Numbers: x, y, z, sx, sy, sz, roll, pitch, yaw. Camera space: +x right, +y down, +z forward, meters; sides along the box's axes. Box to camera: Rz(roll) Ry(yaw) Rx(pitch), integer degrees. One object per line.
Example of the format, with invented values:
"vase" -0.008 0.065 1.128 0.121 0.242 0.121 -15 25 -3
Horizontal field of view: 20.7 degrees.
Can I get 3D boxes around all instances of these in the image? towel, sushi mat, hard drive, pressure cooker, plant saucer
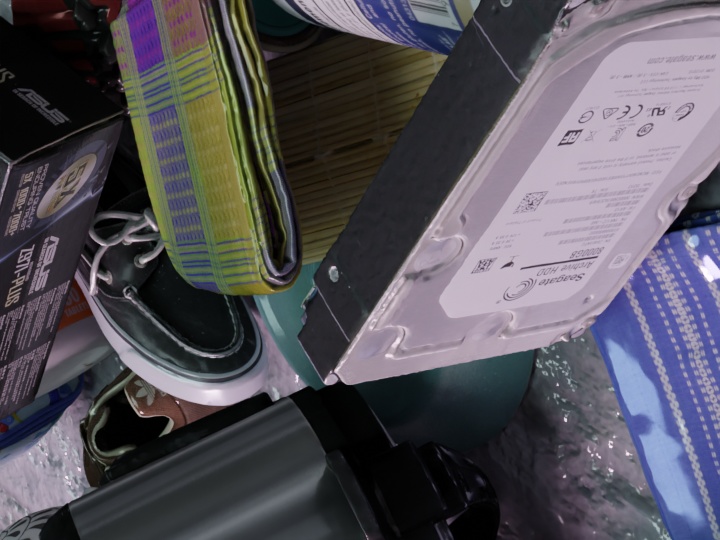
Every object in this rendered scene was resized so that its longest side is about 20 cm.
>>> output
"towel" -0.070 -0.060 0.866 0.200 0.023 0.145 175 81 -73
"towel" 0.168 0.043 0.757 0.199 0.024 0.146 -13 100 54
"sushi mat" -0.013 -0.054 0.884 0.199 0.012 0.097 -13 89 48
"hard drive" 0.072 -0.039 0.712 0.038 0.139 0.201 59 136 27
"pressure cooker" -0.026 0.150 0.897 0.180 0.198 0.176 68 172 -19
"plant saucer" 0.000 0.000 0.939 0.199 0.036 0.202 29 130 41

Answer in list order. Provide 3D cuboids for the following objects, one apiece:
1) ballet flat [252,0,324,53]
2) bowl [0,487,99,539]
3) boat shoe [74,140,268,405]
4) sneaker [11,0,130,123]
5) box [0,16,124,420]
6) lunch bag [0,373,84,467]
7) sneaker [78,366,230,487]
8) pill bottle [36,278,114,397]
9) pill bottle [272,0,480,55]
"ballet flat" -0.078 -0.172 0.926 0.201 0.069 0.070 58 144 17
"bowl" -0.136 0.184 1.138 0.200 0.200 0.095 1 66 52
"boat shoe" -0.116 -0.015 1.046 0.200 0.073 0.068 53 154 29
"sneaker" -0.146 -0.168 1.003 0.070 0.098 0.201 3 139 26
"box" -0.228 -0.035 1.011 0.163 0.086 0.201 36 127 19
"lunch bag" -0.274 0.033 1.206 0.201 0.160 0.082 58 138 8
"sneaker" -0.134 0.087 1.125 0.071 0.075 0.200 56 143 12
"pill bottle" -0.222 -0.027 1.144 0.201 0.109 0.109 61 144 6
"pill bottle" 0.020 -0.144 0.767 0.199 0.110 0.112 20 125 46
